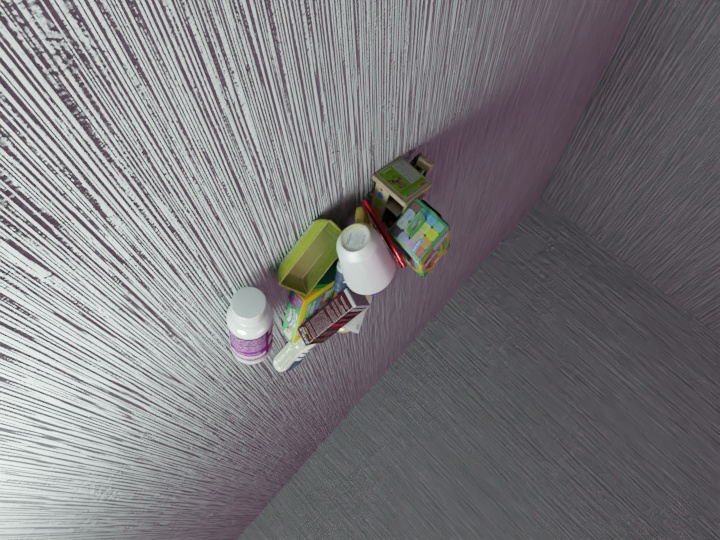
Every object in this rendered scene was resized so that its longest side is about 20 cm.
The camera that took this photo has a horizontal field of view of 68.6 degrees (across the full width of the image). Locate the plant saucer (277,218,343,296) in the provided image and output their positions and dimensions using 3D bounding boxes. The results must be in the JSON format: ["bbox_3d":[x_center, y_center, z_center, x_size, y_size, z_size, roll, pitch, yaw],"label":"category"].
[{"bbox_3d":[-0.125,-0.040,1.354,0.201,0.048,0.200,-51,162,2],"label":"plant saucer"}]

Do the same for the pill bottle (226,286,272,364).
[{"bbox_3d":[-0.261,0.129,1.254,0.111,0.112,0.203,-38,159,-29],"label":"pill bottle"}]

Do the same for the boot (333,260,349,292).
[{"bbox_3d":[0.000,0.000,1.539,0.195,0.073,0.093,-13,134,-40],"label":"boot"}]

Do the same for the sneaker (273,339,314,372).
[{"bbox_3d":[-0.195,0.250,1.713,0.198,0.076,0.085,-40,160,-1],"label":"sneaker"}]

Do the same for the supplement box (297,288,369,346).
[{"bbox_3d":[-0.077,0.134,1.520,0.198,0.062,0.108,-40,164,17],"label":"supplement box"}]

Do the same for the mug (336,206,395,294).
[{"bbox_3d":[-0.003,-0.054,1.365,0.147,0.188,0.154,-34,147,-3],"label":"mug"}]

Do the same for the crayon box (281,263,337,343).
[{"bbox_3d":[-0.143,0.098,1.561,0.171,0.058,0.204,-33,155,-40],"label":"crayon box"}]

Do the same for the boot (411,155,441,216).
[{"bbox_3d":[0.182,-0.209,1.567,0.202,0.167,0.076,-52,164,9],"label":"boot"}]

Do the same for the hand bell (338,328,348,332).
[{"bbox_3d":[-0.069,0.107,1.754,0.104,0.103,0.203,-41,147,-22],"label":"hand bell"}]

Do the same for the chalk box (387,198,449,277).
[{"bbox_3d":[0.159,-0.092,1.410,0.125,0.124,0.200,-47,162,-5],"label":"chalk box"}]

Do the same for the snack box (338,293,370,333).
[{"bbox_3d":[-0.019,0.080,1.666,0.115,0.036,0.207,31,74,-45],"label":"snack box"}]

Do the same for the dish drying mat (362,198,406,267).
[{"bbox_3d":[0.062,-0.096,1.395,0.018,0.204,0.077,-32,179,4],"label":"dish drying mat"}]

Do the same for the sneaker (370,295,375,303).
[{"bbox_3d":[0.049,0.065,1.914,0.144,0.080,0.205,-19,139,-50],"label":"sneaker"}]

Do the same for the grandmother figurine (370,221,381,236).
[{"bbox_3d":[0.009,-0.093,1.560,0.122,0.061,0.197,-50,161,29],"label":"grandmother figurine"}]

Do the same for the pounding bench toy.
[{"bbox_3d":[0.122,-0.213,1.487,0.198,0.124,0.158,-37,158,-34],"label":"pounding bench toy"}]
